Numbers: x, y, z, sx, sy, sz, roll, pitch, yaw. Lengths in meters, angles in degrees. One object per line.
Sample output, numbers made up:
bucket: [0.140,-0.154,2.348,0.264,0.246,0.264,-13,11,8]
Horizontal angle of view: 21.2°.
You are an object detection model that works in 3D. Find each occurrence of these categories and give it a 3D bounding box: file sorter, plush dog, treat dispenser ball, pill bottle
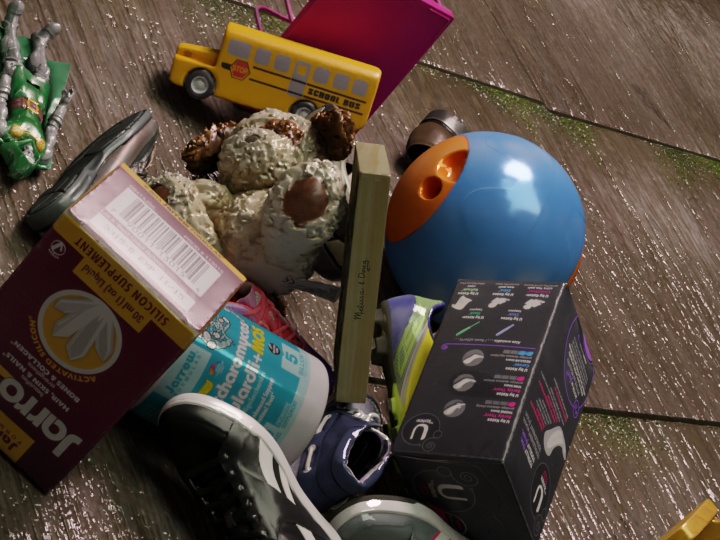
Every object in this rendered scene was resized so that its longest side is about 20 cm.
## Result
file sorter: [-0.028,-0.254,2.002,0.139,0.200,0.126,24,32,-31]
plush dog: [-0.081,-0.067,1.698,0.161,0.199,0.172,59,35,-49]
treat dispenser ball: [0.123,-0.037,1.909,0.201,0.201,0.201,31,32,-22]
pill bottle: [-0.132,0.078,1.539,0.200,0.111,0.111,30,32,-23]

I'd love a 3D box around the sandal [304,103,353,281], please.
sandal: [-0.030,-0.068,1.797,0.057,0.080,0.202,34,36,-47]

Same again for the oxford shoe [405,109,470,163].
oxford shoe: [0.124,-0.079,2.114,0.200,0.073,0.084,43,46,1]

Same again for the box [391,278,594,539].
box: [0.117,0.119,1.647,0.122,0.106,0.200,67,35,-41]

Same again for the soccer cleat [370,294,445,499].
soccer cleat: [0.059,0.117,1.708,0.083,0.065,0.201,-6,73,-10]

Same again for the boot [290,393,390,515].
boot: [-0.004,0.148,1.618,0.073,0.090,0.200,55,30,-11]

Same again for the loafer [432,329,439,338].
loafer: [0.086,0.152,1.765,0.076,0.068,0.201,21,52,-47]

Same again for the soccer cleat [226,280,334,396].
soccer cleat: [-0.093,0.051,1.659,0.200,0.073,0.068,31,31,-23]

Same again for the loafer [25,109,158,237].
loafer: [-0.224,-0.071,1.674,0.063,0.072,0.200,56,34,-16]

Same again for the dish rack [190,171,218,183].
dish rack: [-0.084,-0.067,1.844,0.154,0.055,0.200,50,32,12]

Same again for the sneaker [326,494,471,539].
sneaker: [0.057,0.266,1.558,0.200,0.084,0.121,32,24,-37]

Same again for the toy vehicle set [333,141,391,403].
toy vehicle set: [0.000,0.000,1.658,0.026,0.201,0.124,5,14,-3]

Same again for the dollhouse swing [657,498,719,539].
dollhouse swing: [0.314,0.339,1.717,0.200,0.182,0.176,50,10,9]

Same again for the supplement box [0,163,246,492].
supplement box: [-0.202,0.042,1.407,0.131,0.200,0.103,42,30,-3]

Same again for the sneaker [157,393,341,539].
sneaker: [-0.088,0.191,1.465,0.200,0.073,0.112,49,28,-15]

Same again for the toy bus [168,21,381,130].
toy bus: [-0.086,-0.191,1.903,0.199,0.079,0.065,17,10,-5]

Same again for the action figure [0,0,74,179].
action figure: [-0.296,-0.152,1.693,0.118,0.055,0.200,27,38,-33]
